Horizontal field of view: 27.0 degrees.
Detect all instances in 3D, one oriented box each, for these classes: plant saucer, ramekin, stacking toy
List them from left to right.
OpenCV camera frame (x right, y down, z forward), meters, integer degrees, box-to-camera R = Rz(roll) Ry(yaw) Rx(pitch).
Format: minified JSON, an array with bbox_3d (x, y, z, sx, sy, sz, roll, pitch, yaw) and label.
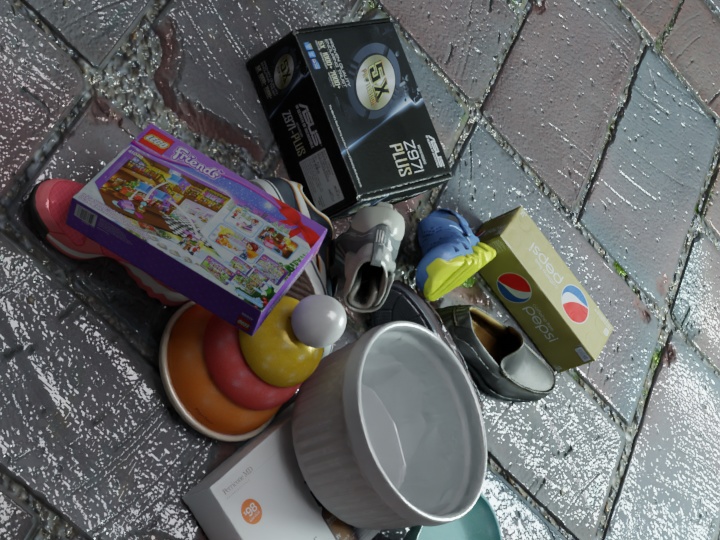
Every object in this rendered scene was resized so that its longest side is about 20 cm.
[{"bbox_3d":[-0.081,0.072,1.409,0.146,0.200,0.146,19,61,-37],"label":"stacking toy"},{"bbox_3d":[0.023,0.157,1.460,0.200,0.105,0.200,29,50,-42],"label":"ramekin"},{"bbox_3d":[0.085,0.320,1.540,0.200,0.036,0.200,-3,93,-56],"label":"plant saucer"}]

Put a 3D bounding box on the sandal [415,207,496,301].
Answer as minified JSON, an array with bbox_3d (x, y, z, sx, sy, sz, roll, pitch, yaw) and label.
[{"bbox_3d":[0.091,-0.022,1.678,0.087,0.079,0.200,53,12,2],"label":"sandal"}]

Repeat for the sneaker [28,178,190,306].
[{"bbox_3d":[-0.214,-0.040,1.413,0.200,0.087,0.074,29,53,-31],"label":"sneaker"}]

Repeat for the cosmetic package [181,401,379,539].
[{"bbox_3d":[-0.061,0.226,1.469,0.200,0.052,0.151,-39,98,-46],"label":"cosmetic package"}]

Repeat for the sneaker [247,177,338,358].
[{"bbox_3d":[-0.058,-0.004,1.552,0.079,0.078,0.200,-15,86,-50],"label":"sneaker"}]

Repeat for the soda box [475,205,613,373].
[{"bbox_3d":[0.216,0.024,1.810,0.200,0.064,0.068,52,46,-14],"label":"soda box"}]

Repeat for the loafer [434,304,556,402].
[{"bbox_3d":[0.160,0.096,1.719,0.200,0.072,0.073,26,55,-34],"label":"loafer"}]

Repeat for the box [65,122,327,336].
[{"bbox_3d":[-0.147,-0.040,1.371,0.200,0.039,0.137,31,44,5],"label":"box"}]

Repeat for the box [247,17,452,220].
[{"bbox_3d":[-0.010,-0.167,1.662,0.164,0.086,0.200,-16,84,-47],"label":"box"}]

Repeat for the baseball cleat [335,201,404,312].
[{"bbox_3d":[0.000,0.000,1.549,0.070,0.200,0.107,13,71,1],"label":"baseball cleat"}]

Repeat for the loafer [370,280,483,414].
[{"bbox_3d":[0.076,0.096,1.652,0.200,0.072,0.063,61,27,-10],"label":"loafer"}]
